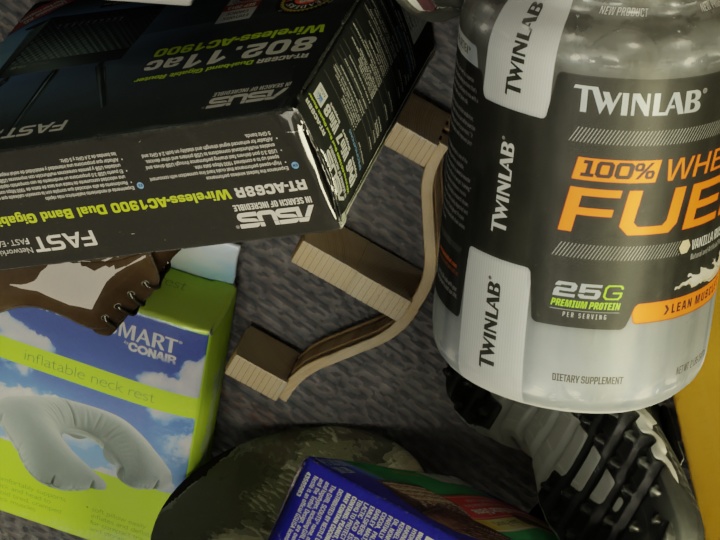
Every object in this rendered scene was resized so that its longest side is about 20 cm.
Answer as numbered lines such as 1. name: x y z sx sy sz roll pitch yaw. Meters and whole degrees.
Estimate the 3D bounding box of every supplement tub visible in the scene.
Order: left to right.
1. supplement tub: 0.097 -0.052 0.941 0.122 0.123 0.201 10 115 13

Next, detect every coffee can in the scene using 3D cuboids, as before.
1. coffee can: -0.015 0.204 1.174 0.146 0.147 0.201 0 125 20

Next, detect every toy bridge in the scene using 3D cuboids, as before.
1. toy bridge: 0.000 0.000 1.091 0.067 0.027 0.200 28 130 -4

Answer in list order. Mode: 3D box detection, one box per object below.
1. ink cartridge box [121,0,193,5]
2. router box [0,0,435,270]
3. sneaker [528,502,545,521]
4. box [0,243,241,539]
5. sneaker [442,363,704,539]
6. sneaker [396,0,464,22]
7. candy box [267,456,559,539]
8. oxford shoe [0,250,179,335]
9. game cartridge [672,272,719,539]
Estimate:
1. ink cartridge box: -0.157 -0.201 0.960 0.199 0.084 0.146 6 127 17
2. router box: -0.083 -0.071 0.987 0.199 0.150 0.062 -7 122 24
3. sneaker: 0.127 0.161 1.128 0.200 0.098 0.071 10 162 -22
4. box: -0.134 0.057 1.172 0.121 0.048 0.200 17 130 6
5. sneaker: 0.114 0.083 1.004 0.090 0.200 0.067 23 102 -29
6. sneaker: 0.041 -0.197 0.899 0.115 0.076 0.200 -10 121 23
7. candy box: 0.077 0.156 0.963 0.200 0.169 0.077 26 94 26
8. oxford shoe: -0.109 -0.017 1.074 0.199 0.073 0.085 -11 106 18
9. game cartridge: 0.231 0.041 0.972 0.199 0.032 0.177 -17 77 31
